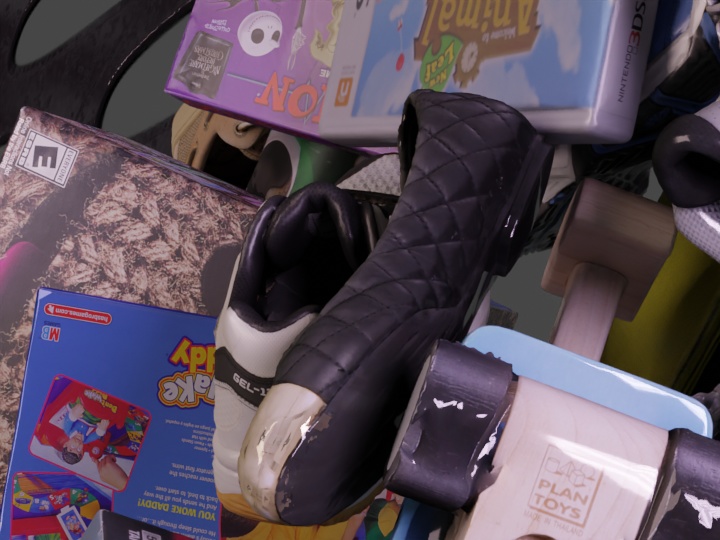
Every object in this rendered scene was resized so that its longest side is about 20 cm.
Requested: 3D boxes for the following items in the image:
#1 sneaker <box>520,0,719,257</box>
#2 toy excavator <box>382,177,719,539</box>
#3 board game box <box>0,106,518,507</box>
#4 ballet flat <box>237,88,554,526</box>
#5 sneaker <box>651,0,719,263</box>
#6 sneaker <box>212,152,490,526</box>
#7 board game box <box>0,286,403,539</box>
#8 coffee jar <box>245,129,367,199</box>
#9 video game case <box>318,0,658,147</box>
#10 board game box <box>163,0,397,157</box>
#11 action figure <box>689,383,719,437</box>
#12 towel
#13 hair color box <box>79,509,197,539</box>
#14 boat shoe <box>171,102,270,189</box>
[{"bbox_3d":[0.085,-0.071,0.998,0.200,0.075,0.077,-39,69,53],"label":"sneaker"},{"bbox_3d":[0.057,0.060,0.878,0.200,0.099,0.196,126,164,-86],"label":"toy excavator"},{"bbox_3d":[-0.065,0.048,1.127,0.160,0.199,0.097,-68,-19,3],"label":"board game box"},{"bbox_3d":[0.005,0.011,0.879,0.200,0.056,0.067,-55,-20,-48],"label":"ballet flat"},{"bbox_3d":[0.120,-0.073,0.815,0.075,0.115,0.201,-36,79,53],"label":"sneaker"},{"bbox_3d":[0.000,0.000,0.968,0.200,0.075,0.088,-69,-22,-57],"label":"sneaker"},{"bbox_3d":[-0.034,0.089,1.037,0.045,0.199,0.136,15,-95,-71],"label":"board game box"},{"bbox_3d":[0.002,-0.042,1.219,0.201,0.085,0.104,-66,22,4],"label":"coffee jar"},{"bbox_3d":[0.053,-0.135,1.005,0.200,0.022,0.183,4,82,62],"label":"video game case"},{"bbox_3d":[0.025,-0.102,1.139,0.199,0.032,0.121,17,89,28],"label":"board game box"},{"bbox_3d":[0.134,0.047,0.875,0.118,0.054,0.201,134,157,-72],"label":"action figure"},{"bbox_3d":[0.117,0.004,1.007,0.201,0.018,0.086,-63,18,16],"label":"towel"},{"bbox_3d":[-0.005,0.157,0.905,0.061,0.199,0.099,-56,25,30],"label":"hair color box"},{"bbox_3d":[-0.038,-0.083,1.381,0.200,0.071,0.065,129,147,-54],"label":"boat shoe"}]
